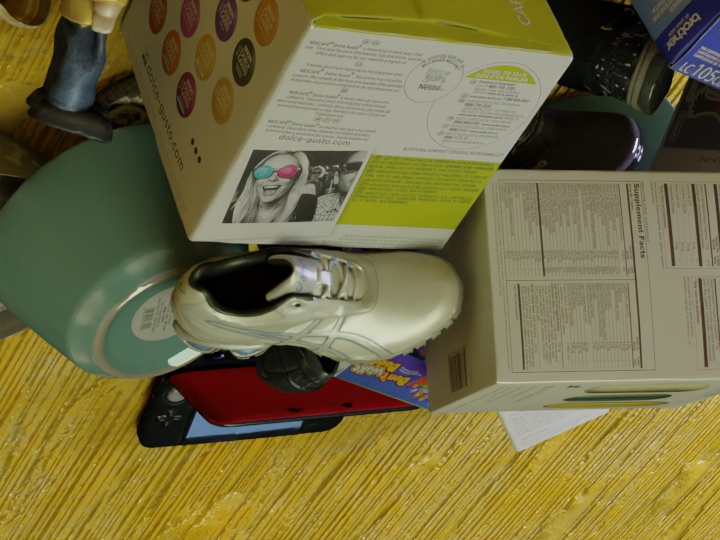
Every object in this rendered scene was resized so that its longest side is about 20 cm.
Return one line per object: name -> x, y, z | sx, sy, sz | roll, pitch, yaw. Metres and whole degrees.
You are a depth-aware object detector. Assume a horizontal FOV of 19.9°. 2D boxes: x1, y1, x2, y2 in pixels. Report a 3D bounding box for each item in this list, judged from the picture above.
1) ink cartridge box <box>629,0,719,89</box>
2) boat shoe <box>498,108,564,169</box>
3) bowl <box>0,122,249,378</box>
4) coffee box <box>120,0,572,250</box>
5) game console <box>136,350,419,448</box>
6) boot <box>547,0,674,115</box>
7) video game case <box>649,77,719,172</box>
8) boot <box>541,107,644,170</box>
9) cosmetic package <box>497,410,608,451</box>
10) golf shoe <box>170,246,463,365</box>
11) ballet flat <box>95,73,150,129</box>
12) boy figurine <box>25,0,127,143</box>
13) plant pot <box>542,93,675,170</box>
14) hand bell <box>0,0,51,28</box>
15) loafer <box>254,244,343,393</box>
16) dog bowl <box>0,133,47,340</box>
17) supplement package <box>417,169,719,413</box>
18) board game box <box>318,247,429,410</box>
ink cartridge box -> 0.253, -0.195, 1.444 | 0.136, 0.200, 0.076 | 16, 128, -42
boat shoe -> 0.053, -0.080, 1.489 | 0.201, 0.072, 0.061 | -13, 140, 39
bowl -> -0.158, 0.003, 1.470 | 0.200, 0.105, 0.201 | -22, 147, -15
coffee box -> -0.015, -0.152, 1.351 | 0.199, 0.200, 0.198 | 3, 139, -31
game console -> -0.071, 0.130, 1.768 | 0.199, 0.119, 0.173 | -3, 140, -25
boot -> 0.163, -0.178, 1.522 | 0.153, 0.204, 0.074 | 18, 108, 8
video game case -> 0.316, -0.145, 1.492 | 0.023, 0.182, 0.201 | 36, 72, -38
boot -> 0.108, -0.111, 1.538 | 0.199, 0.070, 0.132 | -5, 151, 12
cosmetic package -> 0.154, 0.078, 1.867 | 0.101, 0.074, 0.200 | -24, 143, 1
golf shoe -> -0.027, 0.018, 1.364 | 0.199, 0.079, 0.097 | -6, 164, -4
ballet flat -> -0.101, -0.112, 1.491 | 0.199, 0.046, 0.067 | -4, 140, -25
boy figurine -> -0.161, -0.189, 1.307 | 0.064, 0.124, 0.201 | 17, 100, -15
plant pot -> 0.178, -0.051, 1.653 | 0.199, 0.142, 0.141 | -27, 146, -5
hand bell -> -0.306, -0.168, 1.292 | 0.199, 0.104, 0.104 | -19, 148, 18
loafer -> -0.037, -0.014, 1.456 | 0.068, 0.201, 0.070 | 9, 165, -39
dog bowl -> -0.298, -0.022, 1.490 | 0.199, 0.059, 0.200 | -16, 145, -12
supplement package -> 0.160, 0.018, 1.467 | 0.199, 0.151, 0.152 | 0, 169, -17
board game box -> 0.000, 0.000, 1.561 | 0.045, 0.201, 0.134 | -38, 142, 25
